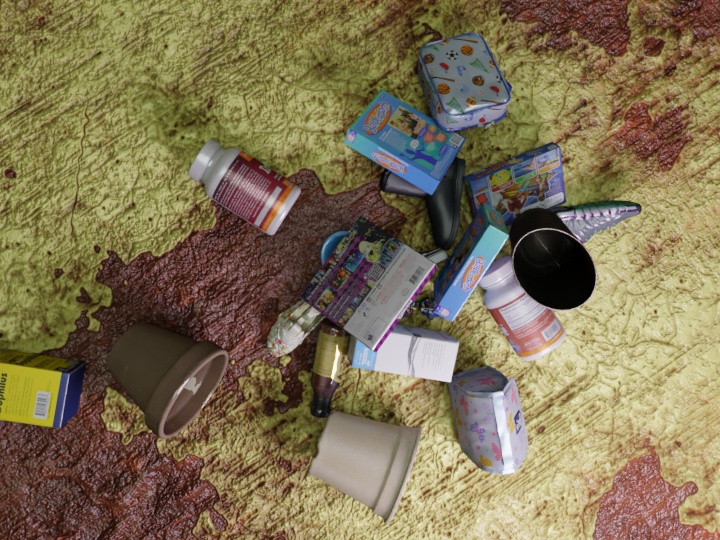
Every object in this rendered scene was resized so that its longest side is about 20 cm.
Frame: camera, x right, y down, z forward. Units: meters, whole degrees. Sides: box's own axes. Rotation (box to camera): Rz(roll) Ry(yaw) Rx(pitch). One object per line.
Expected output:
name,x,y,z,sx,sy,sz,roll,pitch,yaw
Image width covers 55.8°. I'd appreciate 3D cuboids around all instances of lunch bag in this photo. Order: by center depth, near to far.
lunch bag,0.208,-0.371,1.349,0.160,0.076,0.200,-15,69,-7
lunch bag,0.261,0.297,1.361,0.127,0.200,0.170,-12,94,-5

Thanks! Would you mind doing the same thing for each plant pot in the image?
plant pot,-0.382,0.193,1.301,0.174,0.200,0.200,31,89,10
plant pot,0.002,0.372,1.352,0.183,0.200,0.201,21,91,3

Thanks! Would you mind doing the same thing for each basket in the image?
basket,0.359,-0.040,1.326,0.136,0.200,0.180,-39,106,18

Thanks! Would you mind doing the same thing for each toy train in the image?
toy train,0.090,0.076,1.411,0.200,0.034,0.046,5,96,-6

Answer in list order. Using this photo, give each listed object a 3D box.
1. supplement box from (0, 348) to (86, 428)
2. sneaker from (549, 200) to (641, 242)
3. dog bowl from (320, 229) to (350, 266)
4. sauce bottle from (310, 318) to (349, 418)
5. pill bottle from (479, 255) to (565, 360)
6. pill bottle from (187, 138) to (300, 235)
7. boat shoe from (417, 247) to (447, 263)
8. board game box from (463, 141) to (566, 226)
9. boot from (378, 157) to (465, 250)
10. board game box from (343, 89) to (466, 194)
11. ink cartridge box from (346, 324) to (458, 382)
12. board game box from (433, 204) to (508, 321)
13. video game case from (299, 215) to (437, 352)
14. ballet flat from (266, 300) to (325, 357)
supplement box,-0.648,0.220,1.297,0.200,0.109,0.110,10,92,-7
sneaker,0.490,-0.098,1.437,0.200,0.074,0.088,-6,104,5
dog bowl,0.000,0.000,1.344,0.112,0.050,0.200,-47,70,10
sauce bottle,-0.066,0.200,1.380,0.066,0.066,0.200,9,105,-7
pill bottle,0.325,0.076,1.400,0.112,0.112,0.200,-34,96,-4
pill bottle,-0.226,-0.165,1.321,0.200,0.113,0.113,32,89,-8
boat shoe,0.075,-0.017,1.383,0.200,0.070,0.066,-20,89,12
board game box,0.320,-0.165,1.394,0.200,0.034,0.136,-21,124,-5
boot,0.118,-0.150,1.378,0.168,0.076,0.201,9,85,-11
board game box,0.089,-0.254,1.331,0.200,0.045,0.152,32,53,3
ink cartridge box,0.078,0.155,1.358,0.200,0.145,0.084,10,92,-7
board game box,0.211,-0.018,1.327,0.045,0.152,0.200,28,111,-4
video game case,0.014,0.023,1.278,0.181,0.036,0.200,34,83,20
ballet flat,-0.116,0.096,1.374,0.076,0.064,0.200,43,89,-8
